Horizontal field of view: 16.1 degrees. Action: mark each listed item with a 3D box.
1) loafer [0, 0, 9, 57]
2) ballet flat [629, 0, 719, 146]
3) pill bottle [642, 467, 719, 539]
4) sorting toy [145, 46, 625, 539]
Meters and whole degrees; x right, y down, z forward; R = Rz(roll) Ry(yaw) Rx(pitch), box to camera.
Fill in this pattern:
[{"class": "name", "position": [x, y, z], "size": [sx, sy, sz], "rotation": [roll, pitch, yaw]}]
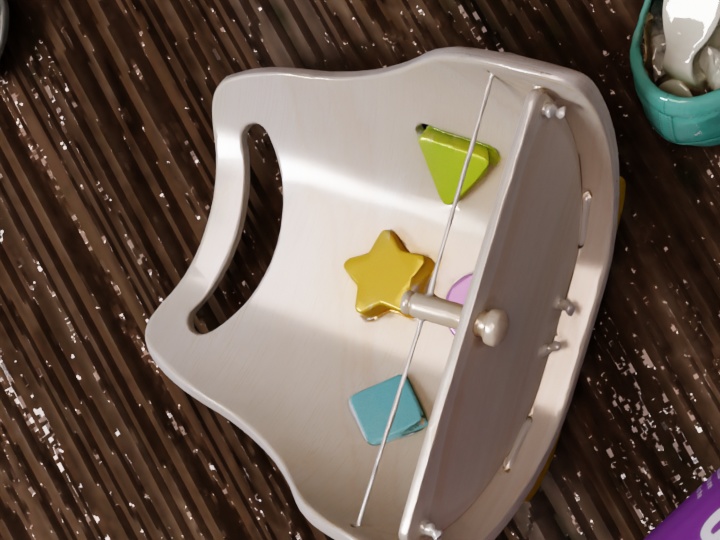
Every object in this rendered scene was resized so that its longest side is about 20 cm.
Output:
[{"class": "loafer", "position": [-0.252, -0.115, 1.134], "size": [0.199, 0.070, 0.076], "rotation": [7, 90, 18]}, {"class": "ballet flat", "position": [0.159, -0.145, 1.000], "size": [0.067, 0.070, 0.201], "rotation": [21, 94, 18]}, {"class": "pill bottle", "position": [0.177, 0.112, 0.963], "size": [0.200, 0.112, 0.113], "rotation": [-46, 76, 11]}, {"class": "sorting toy", "position": [0.000, 0.000, 1.038], "size": [0.179, 0.107, 0.201], "rotation": [19, 94, 25]}]
